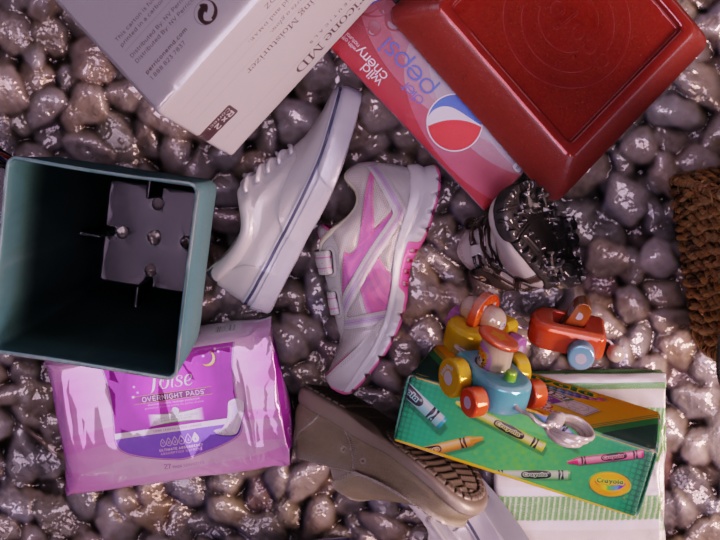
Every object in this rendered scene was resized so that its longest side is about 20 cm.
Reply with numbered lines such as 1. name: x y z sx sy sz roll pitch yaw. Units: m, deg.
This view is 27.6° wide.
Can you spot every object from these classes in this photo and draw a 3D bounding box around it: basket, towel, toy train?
1. basket: 0.331 -0.008 1.133 0.141 0.200 0.151 -10 96 1
2. towel: 0.188 0.184 1.254 0.151 0.023 0.203 -1 100 2
3. toy train: 0.137 0.059 1.147 0.148 0.200 0.056 13 114 6

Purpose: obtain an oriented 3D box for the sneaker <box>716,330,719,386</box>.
1. sneaker: 0.312 0.013 0.979 0.076 0.114 0.200 37 98 -2

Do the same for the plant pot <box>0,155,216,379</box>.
1. plant pot: -0.181 -0.013 1.137 0.140 0.200 0.143 8 98 4

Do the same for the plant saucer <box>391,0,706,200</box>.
1. plant saucer: 0.158 -0.194 1.154 0.200 0.037 0.200 -44 96 -14

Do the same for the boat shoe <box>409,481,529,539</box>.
1. boat shoe: 0.076 0.221 1.226 0.086 0.075 0.203 -41 82 17

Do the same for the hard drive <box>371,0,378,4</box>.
1. hard drive: -0.083 -0.232 1.154 0.198 0.025 0.133 -26 73 14

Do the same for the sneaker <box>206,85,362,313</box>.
1. sneaker: -0.063 -0.064 1.194 0.070 0.073 0.202 25 98 -6

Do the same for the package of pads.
1. package of pads: -0.158 0.111 1.221 0.197 0.076 0.122 -8 100 2

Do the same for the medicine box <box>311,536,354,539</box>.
1. medicine box: -0.006 0.321 1.166 0.103 0.182 0.200 -45 71 6

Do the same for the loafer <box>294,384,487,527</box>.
1. loafer: 0.020 0.159 1.184 0.199 0.075 0.069 29 105 41

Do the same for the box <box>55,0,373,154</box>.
1. box: -0.115 -0.233 1.081 0.199 0.131 0.200 -47 70 7

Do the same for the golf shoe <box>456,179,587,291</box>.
1. golf shoe: 0.115 -0.016 1.141 0.093 0.200 0.079 -7 76 17

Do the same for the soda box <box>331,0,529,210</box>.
1. soda box: 0.052 -0.143 1.181 0.063 0.070 0.200 -44 96 7

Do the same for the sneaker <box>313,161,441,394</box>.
1. sneaker: 0.000 0.000 1.205 0.087 0.081 0.202 17 90 0

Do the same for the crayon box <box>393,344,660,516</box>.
1. crayon box: 0.136 0.124 1.172 0.198 0.119 0.059 16 102 10

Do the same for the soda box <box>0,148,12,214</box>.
1. soda box: -0.338 -0.005 1.213 0.070 0.063 0.201 32 97 -3
